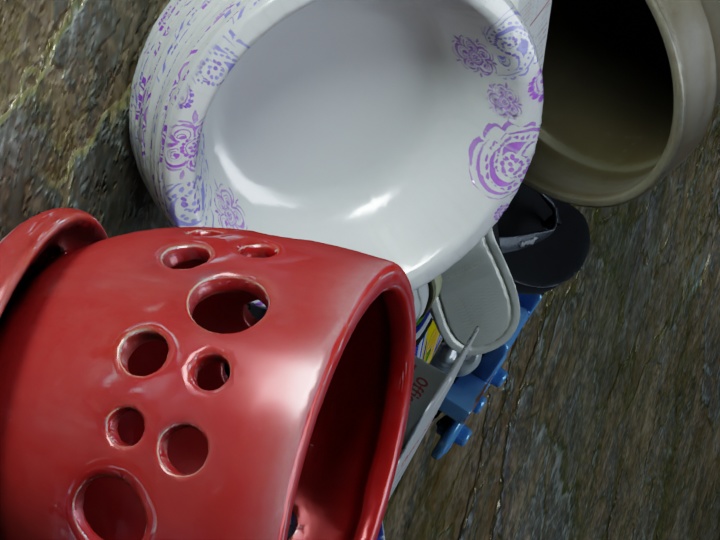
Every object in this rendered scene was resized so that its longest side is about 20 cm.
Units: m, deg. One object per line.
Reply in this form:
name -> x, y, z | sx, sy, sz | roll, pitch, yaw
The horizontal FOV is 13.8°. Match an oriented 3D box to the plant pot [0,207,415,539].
plant pot -> -0.087, 0.071, 1.337 | 0.200, 0.182, 0.201 | 15, 90, -75

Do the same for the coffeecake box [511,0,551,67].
coffeecake box -> 0.020, -0.150, 1.567 | 0.073, 0.153, 0.200 | -51, 153, -54

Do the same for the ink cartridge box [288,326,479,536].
ink cartridge box -> -0.010, 0.115, 1.780 | 0.200, 0.068, 0.115 | -63, 175, 30

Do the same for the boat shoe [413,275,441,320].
boat shoe -> 0.000, 0.000, 1.697 | 0.068, 0.075, 0.200 | -57, 165, -16

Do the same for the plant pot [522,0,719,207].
plant pot -> 0.163, -0.162, 1.762 | 0.173, 0.200, 0.200 | -33, 141, -36

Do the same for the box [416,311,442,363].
box -> 0.024, 0.012, 1.907 | 0.200, 0.070, 0.064 | -59, 156, -46

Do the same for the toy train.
toy train -> 0.066, 0.045, 2.022 | 0.114, 0.087, 0.200 | -60, 176, 25

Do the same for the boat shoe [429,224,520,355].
boat shoe -> 0.051, -0.043, 1.793 | 0.060, 0.074, 0.200 | -121, -170, -55

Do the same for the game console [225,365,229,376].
game console -> -0.059, 0.156, 1.601 | 0.118, 0.171, 0.200 | -32, 141, -30

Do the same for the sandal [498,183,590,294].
sandal -> 0.078, -0.035, 1.886 | 0.200, 0.043, 0.076 | 15, 58, -41

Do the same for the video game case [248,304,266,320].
video game case -> -0.038, -0.011, 1.708 | 0.183, 0.022, 0.200 | 90, 14, -45

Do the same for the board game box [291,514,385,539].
board game box -> -0.017, 0.098, 1.555 | 0.135, 0.045, 0.200 | 87, -3, -51

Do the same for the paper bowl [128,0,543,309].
paper bowl -> -0.018, -0.087, 1.477 | 0.104, 0.200, 0.201 | -125, -146, -51
